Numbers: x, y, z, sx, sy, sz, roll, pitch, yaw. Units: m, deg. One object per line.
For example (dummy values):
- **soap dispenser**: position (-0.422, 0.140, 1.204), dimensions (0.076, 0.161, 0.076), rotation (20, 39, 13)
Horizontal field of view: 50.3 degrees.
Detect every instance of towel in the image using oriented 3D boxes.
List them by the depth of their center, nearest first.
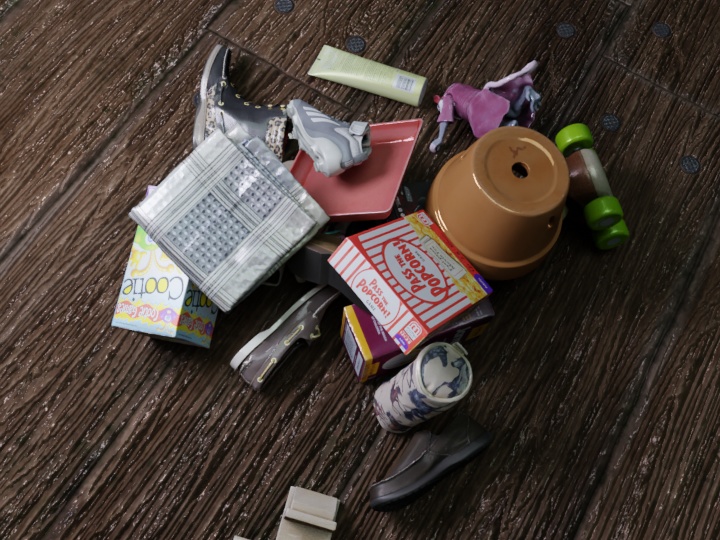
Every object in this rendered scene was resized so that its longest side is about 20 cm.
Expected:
- **towel**: position (-0.171, -0.075, 1.018), dimensions (0.200, 0.035, 0.193), rotation (-44, 87, -12)

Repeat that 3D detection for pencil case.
- **pencil case**: position (0.081, 0.157, 1.024), dimensions (0.078, 0.200, 0.090), rotation (31, 62, -3)

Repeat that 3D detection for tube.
- **tube**: position (0.015, -0.336, 1.322), dimensions (0.199, 0.058, 0.052), rotation (19, 108, 7)

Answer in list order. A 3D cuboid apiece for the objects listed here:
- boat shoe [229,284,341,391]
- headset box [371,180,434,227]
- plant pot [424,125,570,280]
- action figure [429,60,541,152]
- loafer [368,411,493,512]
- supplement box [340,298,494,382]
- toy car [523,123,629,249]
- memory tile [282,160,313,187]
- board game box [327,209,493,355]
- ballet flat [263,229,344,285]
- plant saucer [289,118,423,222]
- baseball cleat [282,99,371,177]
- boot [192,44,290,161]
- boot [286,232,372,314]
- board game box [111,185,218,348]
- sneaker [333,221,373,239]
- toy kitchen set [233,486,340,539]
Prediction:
- **boat shoe**: position (-0.095, 0.089, 1.110), dimensions (0.200, 0.072, 0.060), rotation (-41, 81, -16)
- **headset box**: position (0.130, -0.057, 1.165), dimensions (0.199, 0.075, 0.150), rotation (-8, 69, -29)
- **plant pot**: position (0.199, -0.104, 1.064), dimensions (0.198, 0.140, 0.201), rotation (3, 67, -7)
- **action figure**: position (0.184, -0.269, 1.249), dimensions (0.134, 0.150, 0.200), rotation (-30, 40, -26)
- **loafer**: position (0.087, 0.261, 1.056), dimensions (0.199, 0.073, 0.072), rotation (-26, 65, -24)
- **supplement box**: position (0.078, 0.078, 1.107), dimensions (0.199, 0.111, 0.086), rotation (-18, 69, -12)
- **toy car**: position (0.298, -0.105, 1.219), dimensions (0.199, 0.158, 0.165), rotation (-21, 63, 17)
- **memory tile**: position (-0.128, -0.112, 1.184), dimensions (0.199, 0.017, 0.154), rotation (-13, 46, 1)
- **board game box**: position (0.070, 0.008, 0.982), dimensions (0.152, 0.046, 0.200), rotation (50, 33, 11)
- **ballet flat**: position (-0.117, -0.014, 1.151), dimensions (0.198, 0.069, 0.072), rotation (-8, 88, 7)
- **plant saucer**: position (-0.016, -0.138, 1.126), dimensions (0.198, 0.037, 0.201), rotation (-2, 48, 26)
- **baseball cleat**: position (-0.044, -0.203, 1.144), dimensions (0.106, 0.070, 0.200), rotation (-18, 44, -11)
- **boot**: position (-0.188, -0.268, 1.256), dimensions (0.149, 0.073, 0.201), rotation (7, 70, -1)
- **boot**: position (0.000, 0.000, 1.053), dimensions (0.199, 0.074, 0.075), rotation (26, 35, 18)
- **board game box**: position (-0.255, -0.004, 1.081), dimensions (0.102, 0.105, 0.201), rotation (8, 79, 18)
- **sneaker**: position (-0.013, -0.083, 1.202), dimensions (0.077, 0.076, 0.201), rotation (-2, 70, 35)
- **toy kitchen set**: position (-0.058, 0.345, 0.938), dimensions (0.199, 0.181, 0.164), rotation (17, 65, -2)
